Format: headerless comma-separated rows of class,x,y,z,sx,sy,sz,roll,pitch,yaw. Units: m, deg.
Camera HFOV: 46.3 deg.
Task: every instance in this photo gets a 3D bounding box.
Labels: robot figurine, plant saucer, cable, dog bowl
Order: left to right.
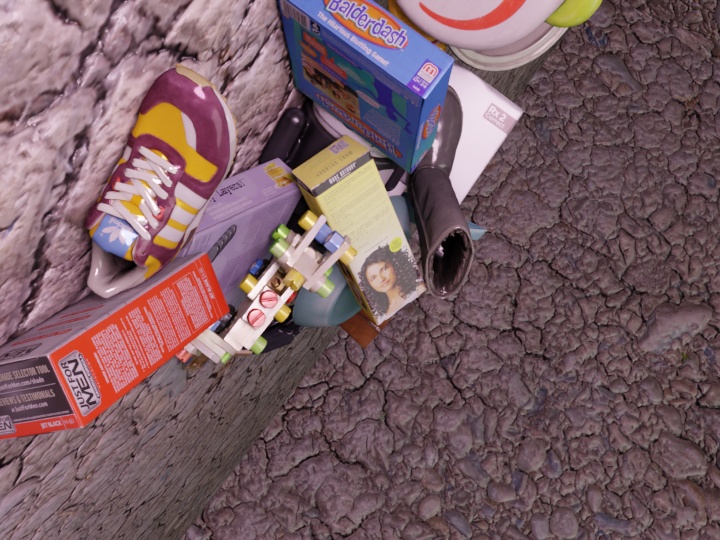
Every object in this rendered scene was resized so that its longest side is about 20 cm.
cable,-0.141,0.062,1.215,0.198,0.051,0.164,-23,-154,23
robot figurine,-0.023,-0.126,0.936,0.201,0.124,0.150,-57,172,34
plant saucer,0.000,0.000,1.013,0.200,0.036,0.200,-44,164,-16
plant saucer,0.084,-0.076,1.134,0.069,0.200,0.019,1,109,-31
dog bowl,0.169,-0.345,1.000,0.198,0.074,0.202,-14,133,-15

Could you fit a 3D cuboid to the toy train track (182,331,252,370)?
toy train track,-0.209,0.101,1.107,0.200,0.113,0.033,141,-51,-65

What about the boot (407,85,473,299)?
boot,0.090,-0.096,0.964,0.201,0.071,0.184,-85,176,-57

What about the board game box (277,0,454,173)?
board game box,0.003,-0.174,0.752,0.045,0.151,0.200,-52,174,-8

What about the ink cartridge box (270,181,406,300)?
ink cartridge box,-0.047,-0.059,1.104,0.201,0.083,0.145,-53,-161,-3

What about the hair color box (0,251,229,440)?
hair color box,-0.203,0.055,0.676,0.100,0.062,0.200,-12,-164,29

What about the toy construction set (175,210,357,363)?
toy construction set,-0.098,0.029,0.837,0.199,0.093,0.131,-38,-168,-12

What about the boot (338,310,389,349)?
boot,-0.026,0.008,1.298,0.189,0.199,0.068,-57,172,33

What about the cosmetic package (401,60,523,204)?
cosmetic package,0.104,-0.198,1.166,0.166,0.164,0.200,-56,-178,11

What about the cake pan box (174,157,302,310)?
cake pan box,-0.156,-0.006,0.864,0.184,0.052,0.201,-32,159,-50

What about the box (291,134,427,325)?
box,0.003,-0.038,0.889,0.075,0.050,0.201,-35,129,-10

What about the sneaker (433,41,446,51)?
sneaker,0.027,-0.218,1.014,0.201,0.082,0.078,-54,174,10

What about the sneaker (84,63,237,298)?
sneaker,-0.151,-0.054,0.613,0.090,0.074,0.201,-54,175,-43

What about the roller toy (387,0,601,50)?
roller toy,0.111,-0.300,0.753,0.140,0.198,0.184,-47,136,-44
